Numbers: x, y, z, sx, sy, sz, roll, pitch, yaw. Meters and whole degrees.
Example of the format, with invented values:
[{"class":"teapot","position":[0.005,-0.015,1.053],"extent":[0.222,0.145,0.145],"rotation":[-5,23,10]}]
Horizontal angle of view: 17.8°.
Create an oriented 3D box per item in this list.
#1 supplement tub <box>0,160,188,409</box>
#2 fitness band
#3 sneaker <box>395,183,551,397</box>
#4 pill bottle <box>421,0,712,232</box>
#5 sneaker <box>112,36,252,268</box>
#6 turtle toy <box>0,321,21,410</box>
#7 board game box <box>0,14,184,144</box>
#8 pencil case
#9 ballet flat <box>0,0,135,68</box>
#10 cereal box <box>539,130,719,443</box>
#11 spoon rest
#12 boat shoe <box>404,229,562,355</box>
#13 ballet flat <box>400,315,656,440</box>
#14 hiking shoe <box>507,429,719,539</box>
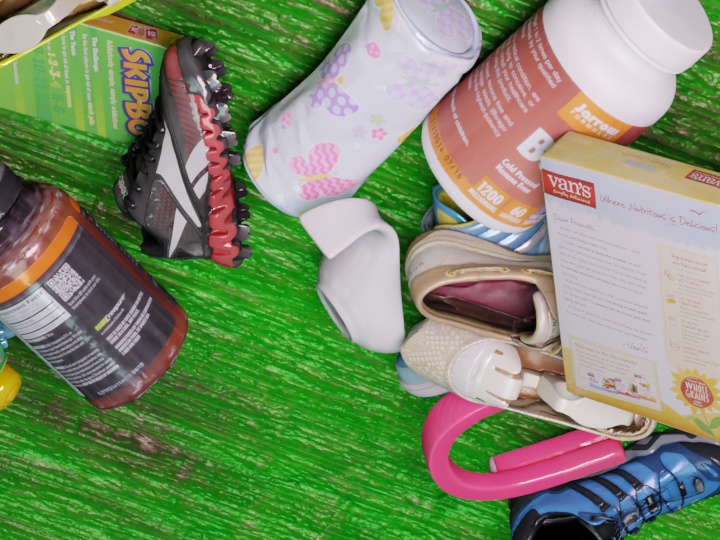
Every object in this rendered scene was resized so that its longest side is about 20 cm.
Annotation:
[{"class":"supplement tub","position":[-0.230,0.007,1.754],"extent":[0.107,0.107,0.200],"rotation":[-28,120,27]},{"class":"fitness band","position":[0.144,0.116,1.795],"extent":[0.199,0.038,0.144],"rotation":[-19,142,1]},{"class":"sneaker","position":[0.071,0.003,1.728],"extent":[0.130,0.080,0.200],"rotation":[40,118,-22]},{"class":"pill bottle","position":[0.143,-0.124,1.587],"extent":[0.112,0.112,0.200],"rotation":[35,126,-20]},{"class":"sneaker","position":[-0.133,-0.080,1.658],"extent":[0.097,0.071,0.201],"rotation":[-5,133,-1]},{"class":"turtle toy","position":[-0.337,0.048,1.758],"extent":[0.145,0.200,0.101],"rotation":[34,112,10]},{"class":"board game box","position":[-0.212,-0.149,1.674],"extent":[0.199,0.030,0.096],"rotation":[17,130,-4]},{"class":"pencil case","position":[-0.001,-0.123,1.629],"extent":[0.091,0.083,0.200],"rotation":[33,126,-12]},{"class":"ballet flat","position":[-0.194,-0.195,1.586],"extent":[0.199,0.067,0.067],"rotation":[-29,112,17]},{"class":"cereal box","position":[0.196,0.013,1.545],"extent":[0.143,0.039,0.201],"rotation":[19,133,35]},{"class":"spoon rest","position":[0.000,0.000,1.698],"extent":[0.060,0.100,0.200],"rotation":[-34,159,-8]},{"class":"boat shoe","position":[0.128,0.027,1.654],"extent":[0.199,0.067,0.074],"rotation":[9,126,-4]},{"class":"ballet flat","position":[0.128,0.078,1.692],"extent":[0.199,0.062,0.068],"rotation":[13,111,-8]},{"class":"hiking shoe","position":[0.212,0.191,1.855],"extent":[0.199,0.087,0.075],"rotation":[-17,126,21]}]
